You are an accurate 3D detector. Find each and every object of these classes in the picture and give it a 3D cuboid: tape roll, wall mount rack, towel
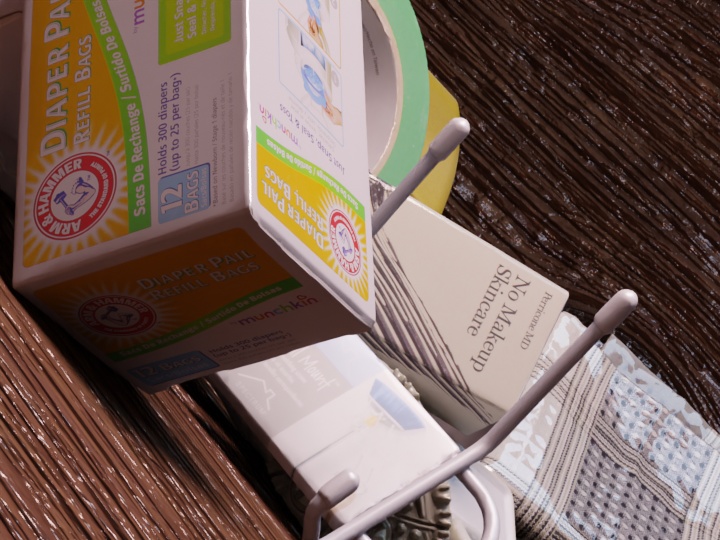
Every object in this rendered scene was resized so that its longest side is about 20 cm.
[{"bbox_3d":[-0.041,-0.114,1.651,0.048,0.201,0.200,-3,-39,45],"label":"tape roll"},{"bbox_3d":[0.012,0.032,1.175,0.200,0.174,0.075,48,-26,24],"label":"wall mount rack"},{"bbox_3d":[0.162,0.125,1.581,0.193,0.035,0.200,39,35,-5],"label":"towel"}]

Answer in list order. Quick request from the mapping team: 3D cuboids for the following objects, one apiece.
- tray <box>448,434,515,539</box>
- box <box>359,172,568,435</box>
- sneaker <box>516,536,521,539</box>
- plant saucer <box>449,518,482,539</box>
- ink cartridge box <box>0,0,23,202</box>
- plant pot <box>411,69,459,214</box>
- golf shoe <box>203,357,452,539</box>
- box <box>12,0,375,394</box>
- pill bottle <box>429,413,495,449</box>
[{"bbox_3d":[0.025,0.104,1.388,0.200,0.022,0.107,42,33,-35],"label":"tray"},{"bbox_3d":[0.000,0.000,1.401,0.200,0.082,0.068,29,-20,-10],"label":"box"},{"bbox_3d":[0.129,0.182,1.659,0.082,0.074,0.200,44,-22,-31],"label":"sneaker"},{"bbox_3d":[0.095,0.204,1.265,0.200,0.050,0.200,47,3,-3],"label":"plant saucer"},{"bbox_3d":[-0.119,-0.124,1.263,0.146,0.084,0.200,46,37,-33],"label":"ink cartridge box"},{"bbox_3d":[-0.051,-0.074,1.825,0.200,0.200,0.176,46,14,-29],"label":"plant pot"},{"bbox_3d":[-0.018,0.070,1.254,0.200,0.078,0.097,55,-8,28],"label":"golf shoe"},{"bbox_3d":[-0.067,-0.067,1.102,0.101,0.112,0.200,44,35,-49],"label":"box"},{"bbox_3d":[0.012,0.049,1.673,0.111,0.111,0.200,45,2,-41],"label":"pill bottle"}]
